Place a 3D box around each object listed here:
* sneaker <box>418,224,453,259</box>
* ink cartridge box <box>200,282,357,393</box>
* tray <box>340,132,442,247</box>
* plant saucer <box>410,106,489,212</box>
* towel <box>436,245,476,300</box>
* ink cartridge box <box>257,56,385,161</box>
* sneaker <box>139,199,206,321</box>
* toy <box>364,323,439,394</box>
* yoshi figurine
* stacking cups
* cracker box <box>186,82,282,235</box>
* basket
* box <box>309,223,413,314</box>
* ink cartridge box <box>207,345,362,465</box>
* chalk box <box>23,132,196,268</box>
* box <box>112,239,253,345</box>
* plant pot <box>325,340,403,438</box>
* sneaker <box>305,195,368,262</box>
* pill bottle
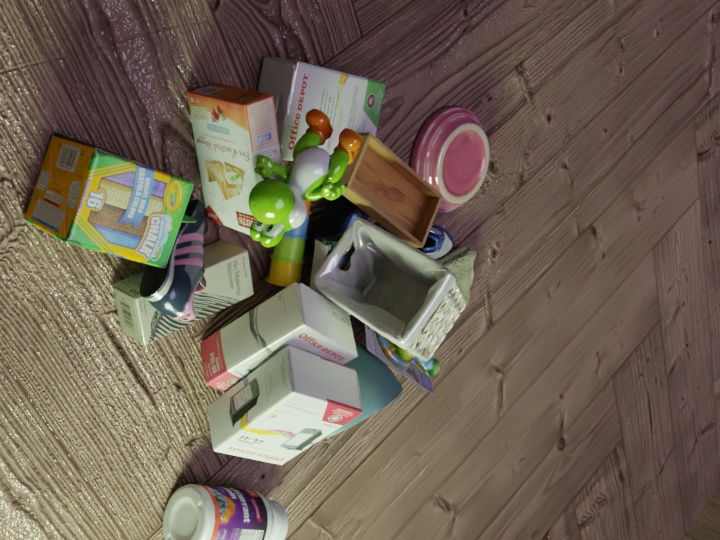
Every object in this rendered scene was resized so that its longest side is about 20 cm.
[{"bbox_3d":[0.119,-0.049,1.722,0.199,0.088,0.076,6,100,-48],"label":"sneaker"},{"bbox_3d":[-0.127,0.121,1.457,0.199,0.083,0.146,-31,141,21],"label":"ink cartridge box"},{"bbox_3d":[0.047,-0.126,1.504,0.200,0.037,0.099,36,70,-41],"label":"tray"},{"bbox_3d":[0.177,-0.204,1.748,0.200,0.051,0.202,-19,118,-40],"label":"plant saucer"},{"bbox_3d":[0.150,0.045,1.813,0.199,0.036,0.149,-26,131,-35],"label":"towel"},{"bbox_3d":[-0.067,-0.242,1.454,0.199,0.084,0.146,1,104,-47],"label":"ink cartridge box"},{"bbox_3d":[-0.248,-0.013,1.313,0.082,0.070,0.201,47,37,-31],"label":"sneaker"},{"bbox_3d":[0.078,0.127,1.637,0.047,0.116,0.200,-29,135,21],"label":"toy"},{"bbox_3d":[-0.085,-0.126,1.275,0.112,0.112,0.200,43,73,-31],"label":"yoshi figurine"},{"bbox_3d":[-0.110,-0.076,1.496,0.060,0.060,0.201,-2,105,-46],"label":"stacking cups"},{"bbox_3d":[-0.175,-0.157,1.337,0.058,0.134,0.201,-28,124,-38],"label":"cracker box"},{"bbox_3d":[0.050,0.032,1.445,0.136,0.200,0.123,-55,148,-5],"label":"basket"},{"bbox_3d":[0.000,0.000,1.549,0.199,0.036,0.145,-17,126,-42],"label":"box"},{"bbox_3d":[-0.117,0.213,1.439,0.147,0.086,0.200,22,131,-39],"label":"ink cartridge box"},{"bbox_3d":[-0.312,-0.085,1.231,0.199,0.124,0.124,19,91,-47],"label":"chalk box"},{"bbox_3d":[-0.258,0.029,1.373,0.199,0.068,0.083,-27,124,-36],"label":"box"},{"bbox_3d":[-0.045,0.187,1.591,0.200,0.200,0.135,-28,92,-36],"label":"plant pot"},{"bbox_3d":[-0.020,-0.090,1.570,0.201,0.066,0.078,-55,157,-8],"label":"sneaker"},{"bbox_3d":[-0.215,0.415,1.537,0.200,0.111,0.112,21,90,-48],"label":"pill bottle"}]
